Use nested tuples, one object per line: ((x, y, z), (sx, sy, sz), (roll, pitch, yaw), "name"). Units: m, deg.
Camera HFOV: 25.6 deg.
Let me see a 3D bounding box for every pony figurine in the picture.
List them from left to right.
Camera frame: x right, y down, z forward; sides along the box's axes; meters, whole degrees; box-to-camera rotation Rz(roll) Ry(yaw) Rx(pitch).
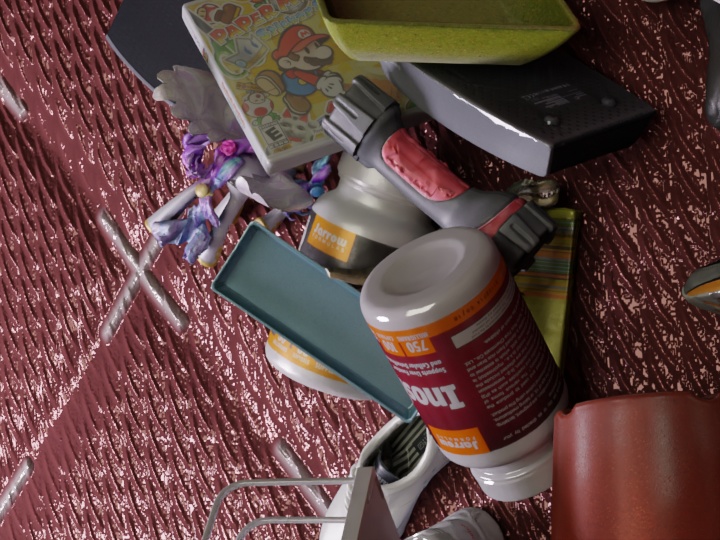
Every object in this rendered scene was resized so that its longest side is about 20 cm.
((-0.102, -0.090, 1.402), (0.200, 0.193, 0.167), (-46, 71, 31), "pony figurine")

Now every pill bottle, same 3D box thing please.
((0.000, 0.000, 1.357), (0.116, 0.116, 0.200), (27, 104, 36), "pill bottle")
((0.090, 0.076, 1.211), (0.113, 0.113, 0.200), (-9, 122, 37), "pill bottle")

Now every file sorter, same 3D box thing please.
((-0.034, 0.267, 1.192), (0.124, 0.200, 0.139), (-4, 41, 18), "file sorter")

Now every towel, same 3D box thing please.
((0.137, 0.046, 1.311), (0.086, 0.018, 0.200), (6, 91, 42), "towel")

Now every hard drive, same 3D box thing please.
((-0.167, -0.225, 1.547), (0.200, 0.042, 0.135), (41, 112, 32), "hard drive")
((0.118, -0.142, 1.259), (0.200, 0.135, 0.042), (37, 132, 36), "hard drive")

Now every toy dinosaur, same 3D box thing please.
((0.080, -0.003, 1.287), (0.200, 0.047, 0.088), (-25, 84, -5), "toy dinosaur")

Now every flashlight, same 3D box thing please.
((0.061, -0.075, 1.248), (0.200, 0.068, 0.068), (43, 85, 11), "flashlight")

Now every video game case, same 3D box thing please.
((-0.026, -0.185, 1.353), (0.182, 0.200, 0.023), (61, 160, 26), "video game case")

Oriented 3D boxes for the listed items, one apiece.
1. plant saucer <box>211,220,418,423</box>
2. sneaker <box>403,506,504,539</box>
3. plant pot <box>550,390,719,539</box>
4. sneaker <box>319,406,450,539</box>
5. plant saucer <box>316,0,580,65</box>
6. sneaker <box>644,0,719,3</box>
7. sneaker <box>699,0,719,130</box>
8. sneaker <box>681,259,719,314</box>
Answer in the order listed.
((-0.023, 0.041, 1.298), (0.200, 0.019, 0.070), (34, 102, 2), "plant saucer")
((0.026, 0.270, 1.328), (0.200, 0.099, 0.078), (-51, 59, 24), "sneaker")
((0.218, 0.194, 1.138), (0.201, 0.201, 0.196), (-14, 70, 37), "plant pot")
((0.015, 0.181, 1.361), (0.073, 0.071, 0.200), (47, 115, 30), "sneaker")
((0.051, -0.216, 1.259), (0.200, 0.199, 0.048), (-108, 21, -54), "plant saucer")
((0.199, -0.241, 1.167), (0.200, 0.115, 0.079), (-156, 74, -67), "sneaker")
((0.288, -0.202, 1.182), (0.091, 0.076, 0.200), (17, 90, 47), "sneaker")
((0.322, -0.022, 1.140), (0.200, 0.078, 0.077), (-25, 59, 31), "sneaker")
